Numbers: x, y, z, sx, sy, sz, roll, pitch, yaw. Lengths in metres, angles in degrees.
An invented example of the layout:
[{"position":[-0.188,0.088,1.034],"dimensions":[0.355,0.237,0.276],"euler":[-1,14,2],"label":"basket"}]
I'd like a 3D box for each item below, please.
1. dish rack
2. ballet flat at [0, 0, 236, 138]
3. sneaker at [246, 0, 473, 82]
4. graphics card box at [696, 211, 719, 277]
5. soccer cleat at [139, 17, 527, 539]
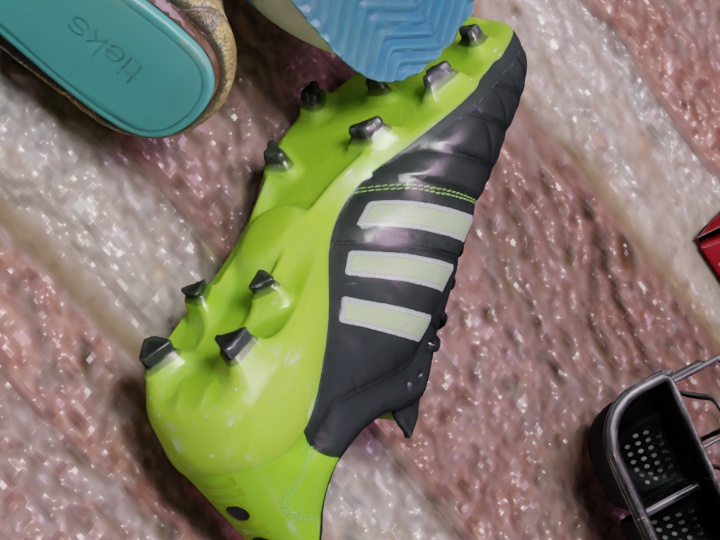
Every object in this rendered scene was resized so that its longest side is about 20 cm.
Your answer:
[{"position":[0.182,0.073,0.972],"dimensions":[0.200,0.055,0.154],"euler":[-26,94,-17],"label":"dish rack"},{"position":[-0.115,-0.113,0.825],"dimensions":[0.200,0.071,0.071],"euler":[38,53,-24],"label":"ballet flat"},{"position":[-0.045,-0.140,0.853],"dimensions":[0.076,0.081,0.200],"euler":[-42,125,-13],"label":"sneaker"},{"position":[0.219,0.033,1.068],"dimensions":[0.125,0.051,0.200],"euler":[-42,104,-42],"label":"graphics card box"},{"position":[0.000,0.000,0.886],"dimensions":[0.200,0.067,0.081],"euler":[-56,130,-38],"label":"soccer cleat"}]
